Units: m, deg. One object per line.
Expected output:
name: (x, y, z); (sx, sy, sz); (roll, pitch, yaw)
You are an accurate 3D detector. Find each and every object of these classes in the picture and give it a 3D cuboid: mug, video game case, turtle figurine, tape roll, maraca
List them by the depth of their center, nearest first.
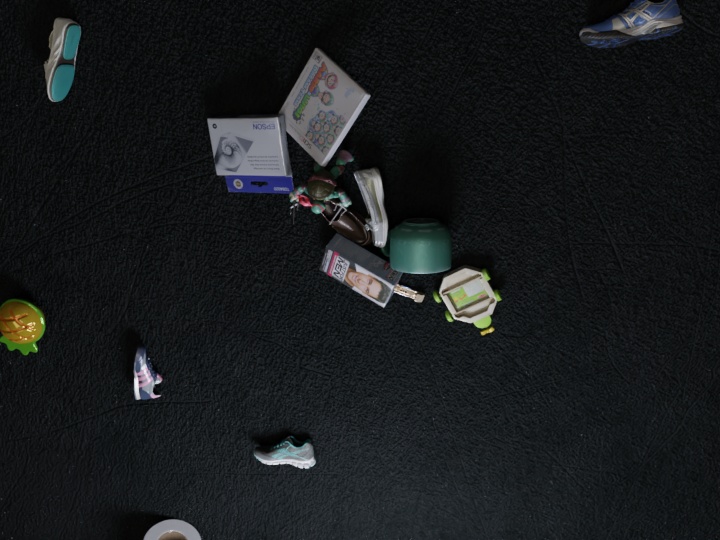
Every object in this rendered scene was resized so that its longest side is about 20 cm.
video game case: (-0.091, -0.375, 1.406); (0.182, 0.024, 0.200); (47, 118, 20)
turtle figurine: (-0.087, -0.196, 1.452); (0.149, 0.201, 0.101); (17, 160, -5)
mug: (0.133, -0.067, 1.505); (0.184, 0.152, 0.115); (2, 105, 10)
maraca: (-1.010, 0.168, 1.814); (0.137, 0.107, 0.200); (21, 118, -5)
tape roll: (-0.668, 0.998, 2.129); (0.202, 0.203, 0.139); (21, 118, -3)

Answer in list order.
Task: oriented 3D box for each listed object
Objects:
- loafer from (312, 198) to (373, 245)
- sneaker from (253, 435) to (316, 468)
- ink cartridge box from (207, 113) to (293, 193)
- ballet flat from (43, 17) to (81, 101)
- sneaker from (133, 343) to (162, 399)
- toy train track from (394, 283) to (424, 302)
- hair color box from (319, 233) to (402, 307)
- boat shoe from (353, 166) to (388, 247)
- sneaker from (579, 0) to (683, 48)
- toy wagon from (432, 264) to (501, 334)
loafer: (-0.053, -0.129, 1.546); (0.200, 0.071, 0.073); (41, 115, -12)
sneaker: (-0.238, 0.563, 1.932); (0.199, 0.078, 0.092); (4, 101, 2)
ink cartridge box: (-0.269, -0.280, 1.498); (0.199, 0.041, 0.201); (3, 117, 20)
ballet flat: (-0.723, -0.509, 1.464); (0.069, 0.069, 0.200); (24, 113, -4)
sneaker: (-0.648, 0.308, 1.864); (0.082, 0.070, 0.201); (3, 121, -12)
toy train track: (0.075, 0.045, 1.637); (0.199, 0.033, 0.115); (20, 118, -3)
hair color box: (0.000, 0.000, 1.569); (0.200, 0.061, 0.099); (30, 140, 8)
boat shoe: (0.028, -0.153, 1.514); (0.065, 0.074, 0.203); (-10, 112, -6)
sneaker: (0.560, -0.517, 1.273); (0.199, 0.076, 0.077); (-6, 93, 11)
toy wagon: (0.294, 0.083, 1.621); (0.155, 0.040, 0.200); (-26, 111, 20)
